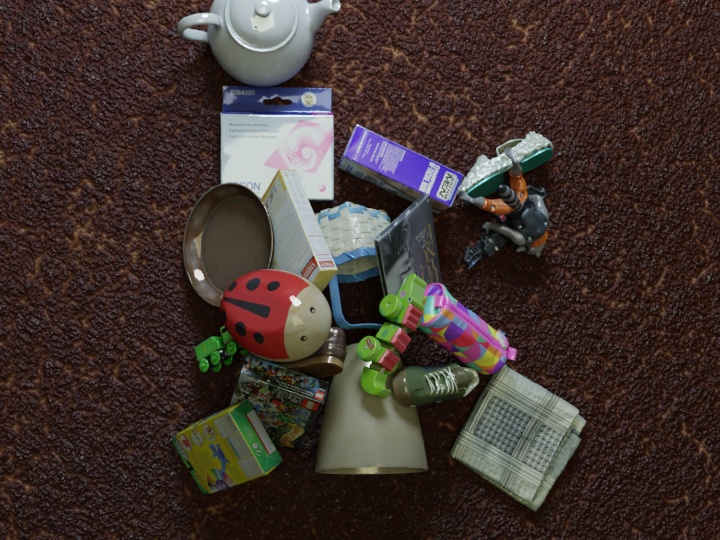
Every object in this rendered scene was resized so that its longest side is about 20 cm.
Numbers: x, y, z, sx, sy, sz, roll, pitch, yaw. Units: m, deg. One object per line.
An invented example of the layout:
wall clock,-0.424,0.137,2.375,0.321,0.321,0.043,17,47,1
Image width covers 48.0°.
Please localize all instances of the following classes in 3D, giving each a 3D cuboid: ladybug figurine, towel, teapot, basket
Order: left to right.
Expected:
teapot,-0.168,-0.408,1.338,0.196,0.146,0.201,37,85,-4
ladybug figurine,-0.138,0.063,1.211,0.198,0.072,0.138,10,83,29
basket,0.000,0.000,1.330,0.138,0.175,0.203,-25,70,29
towel,0.281,0.294,1.423,0.199,0.035,0.194,32,84,-5

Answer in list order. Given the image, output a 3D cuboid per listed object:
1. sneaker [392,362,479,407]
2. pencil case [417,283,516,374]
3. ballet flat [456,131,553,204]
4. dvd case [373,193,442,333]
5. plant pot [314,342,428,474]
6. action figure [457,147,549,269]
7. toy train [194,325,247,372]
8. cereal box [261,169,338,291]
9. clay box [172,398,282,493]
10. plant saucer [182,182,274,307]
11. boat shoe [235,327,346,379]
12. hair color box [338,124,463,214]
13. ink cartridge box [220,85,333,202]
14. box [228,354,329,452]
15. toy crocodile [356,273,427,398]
sneaker,0.131,0.179,1.321,0.089,0.199,0.068,-21,73,24
pencil case,0.171,0.101,1.357,0.199,0.088,0.089,34,83,-32
ballet flat,0.246,-0.184,1.429,0.198,0.072,0.072,-27,91,-9
dvd case,0.084,-0.003,1.329,0.149,0.016,0.202,-43,134,-39
plant pot,0.017,0.227,1.334,0.184,0.188,0.203,2,73,-7
action figure,0.251,-0.082,1.389,0.201,0.104,0.193,-49,122,-2
toy train,-0.197,0.107,1.316,0.199,0.041,0.057,-33,66,30
cereal box,-0.114,-0.039,1.299,0.039,0.144,0.202,-2,57,-37
clay box,-0.221,0.289,1.310,0.047,0.199,0.116,-31,92,-45
plant saucer,-0.210,-0.041,1.327,0.198,0.034,0.204,-2,86,35
boat shoe,-0.108,0.135,1.278,0.197,0.070,0.071,-11,58,25
hair color box,0.065,-0.168,1.376,0.198,0.109,0.066,23,85,-5
ink cartridge box,-0.142,-0.219,1.387,0.193,0.043,0.203,-1,89,-6
box,-0.140,0.217,1.297,0.135,0.201,0.038,20,53,-5
toy crocodile,0.054,0.101,1.265,0.067,0.061,0.202,39,72,-40
